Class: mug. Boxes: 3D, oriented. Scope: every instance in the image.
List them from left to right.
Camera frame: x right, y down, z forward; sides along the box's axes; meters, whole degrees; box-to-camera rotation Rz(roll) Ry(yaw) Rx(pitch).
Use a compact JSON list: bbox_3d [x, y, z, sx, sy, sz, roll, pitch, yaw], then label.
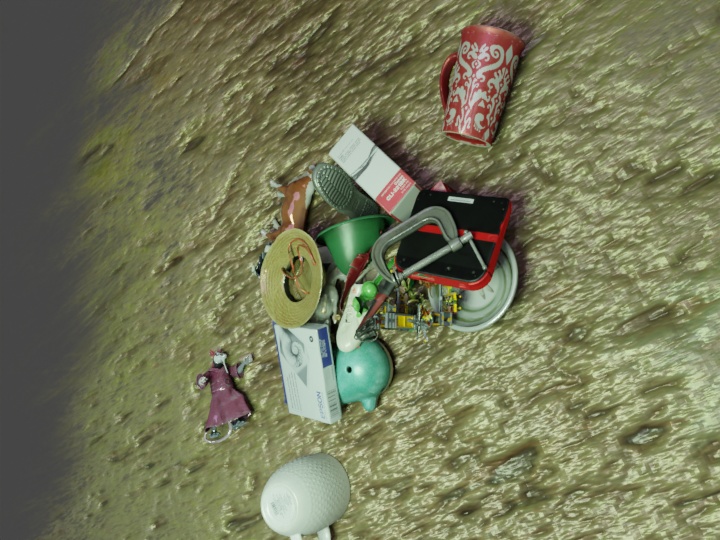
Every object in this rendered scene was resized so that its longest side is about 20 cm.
[{"bbox_3d":[-0.113,0.488,1.234,0.145,0.174,0.205,-24,74,21],"label":"mug"},{"bbox_3d":[0.234,-0.362,1.225,0.130,0.177,0.206,14,94,-10],"label":"mug"}]

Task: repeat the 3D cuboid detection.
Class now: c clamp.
[{"bbox_3d":[0.112,-0.036,1.103,0.196,0.027,0.174,-25,55,16],"label":"c clamp"}]

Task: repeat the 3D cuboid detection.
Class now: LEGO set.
[{"bbox_3d":[0.091,0.053,1.186,0.198,0.113,0.159,4,88,56],"label":"LEGO set"}]

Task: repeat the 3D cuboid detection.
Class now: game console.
[{"bbox_3d":[0.167,-0.060,1.121,0.196,0.031,0.181,11,70,33],"label":"game console"}]

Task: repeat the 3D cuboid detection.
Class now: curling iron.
[{"bbox_3d":[0.049,0.053,1.149,0.049,0.026,0.202,13,61,39],"label":"curling iron"}]

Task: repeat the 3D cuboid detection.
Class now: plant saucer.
[{"bbox_3d":[0.225,0.022,1.187,0.196,0.050,0.206,-14,68,37],"label":"plant saucer"}]

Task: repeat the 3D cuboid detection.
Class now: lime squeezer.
[{"bbox_3d":[0.017,0.040,1.194,0.037,0.201,0.071,30,132,6],"label":"lime squeezer"}]

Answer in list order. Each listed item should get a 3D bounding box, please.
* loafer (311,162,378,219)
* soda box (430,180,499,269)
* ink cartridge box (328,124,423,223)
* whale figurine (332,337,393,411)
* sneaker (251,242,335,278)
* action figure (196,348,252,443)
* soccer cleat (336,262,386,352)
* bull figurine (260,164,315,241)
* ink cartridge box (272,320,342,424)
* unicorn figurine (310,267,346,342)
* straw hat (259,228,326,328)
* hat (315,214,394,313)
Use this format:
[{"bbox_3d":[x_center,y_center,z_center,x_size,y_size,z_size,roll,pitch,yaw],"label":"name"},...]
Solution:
[{"bbox_3d":[-0.043,-0.157,1.282,0.069,0.199,0.076,23,77,46],"label":"loafer"},{"bbox_3d":[0.187,-0.073,1.172,0.070,0.063,0.203,-40,55,24],"label":"soda box"},{"bbox_3d":[0.045,-0.193,1.262,0.084,0.144,0.200,-48,67,8],"label":"ink cartridge box"},{"bbox_3d":[-0.025,0.228,1.265,0.200,0.103,0.161,-43,68,17],"label":"whale figurine"},{"bbox_3d":[-0.155,-0.018,1.339,0.195,0.129,0.082,-15,63,26],"label":"sneaker"},{"bbox_3d":[-0.317,0.279,1.424,0.150,0.130,0.204,116,142,-52],"label":"action figure"},{"bbox_3d":[-0.004,0.071,1.245,0.068,0.078,0.203,7,54,30],"label":"soccer cleat"},{"bbox_3d":[-0.158,-0.152,1.402,0.119,0.065,0.206,11,86,30],"label":"bull figurine"},{"bbox_3d":[-0.129,0.210,1.287,0.197,0.040,0.206,-1,101,47],"label":"ink cartridge box"},{"bbox_3d":[-0.067,0.075,1.306,0.202,0.073,0.139,-55,22,23],"label":"unicorn figurine"},{"bbox_3d":[-0.118,0.018,1.268,0.197,0.084,0.208,0,89,40],"label":"straw hat"},{"bbox_3d":[0.000,0.000,1.231,0.165,0.195,0.181,-37,66,61],"label":"hat"}]
